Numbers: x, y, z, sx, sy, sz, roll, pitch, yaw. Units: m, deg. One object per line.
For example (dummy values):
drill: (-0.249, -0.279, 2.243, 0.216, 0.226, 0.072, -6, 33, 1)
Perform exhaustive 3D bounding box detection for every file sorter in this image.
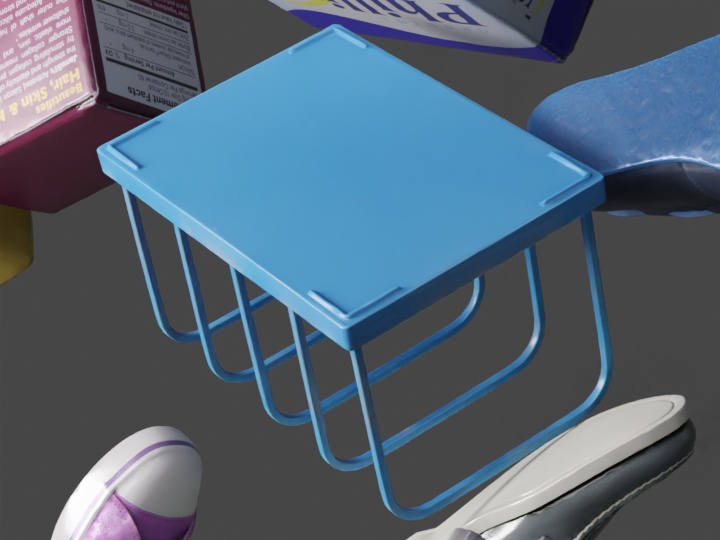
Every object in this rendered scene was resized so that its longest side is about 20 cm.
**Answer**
file sorter: (0.000, 0.000, 1.126, 0.138, 0.123, 0.200, -29, 39, -24)

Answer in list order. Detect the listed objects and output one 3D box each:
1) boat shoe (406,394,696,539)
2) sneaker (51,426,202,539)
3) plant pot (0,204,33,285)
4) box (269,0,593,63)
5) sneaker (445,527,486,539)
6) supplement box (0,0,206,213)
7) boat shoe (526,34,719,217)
boat shoe: (0.072, 0.125, 1.095, 0.199, 0.073, 0.062, -35, 95, 17)
sneaker: (-0.106, 0.184, 1.212, 0.114, 0.072, 0.202, 34, 106, 41)
plant pot: (-0.327, -0.079, 1.414, 0.195, 0.199, 0.196, -25, 61, 32)
box: (-0.005, -0.188, 1.185, 0.183, 0.199, 0.106, 14, 82, 44)
sneaker: (0.050, 0.215, 1.054, 0.111, 0.073, 0.201, 26, 119, 9)
supplement box: (-0.171, -0.151, 1.362, 0.130, 0.103, 0.202, -22, 69, 32)
boat shoe: (0.163, -0.063, 1.078, 0.199, 0.068, 0.085, 1, 71, 45)
